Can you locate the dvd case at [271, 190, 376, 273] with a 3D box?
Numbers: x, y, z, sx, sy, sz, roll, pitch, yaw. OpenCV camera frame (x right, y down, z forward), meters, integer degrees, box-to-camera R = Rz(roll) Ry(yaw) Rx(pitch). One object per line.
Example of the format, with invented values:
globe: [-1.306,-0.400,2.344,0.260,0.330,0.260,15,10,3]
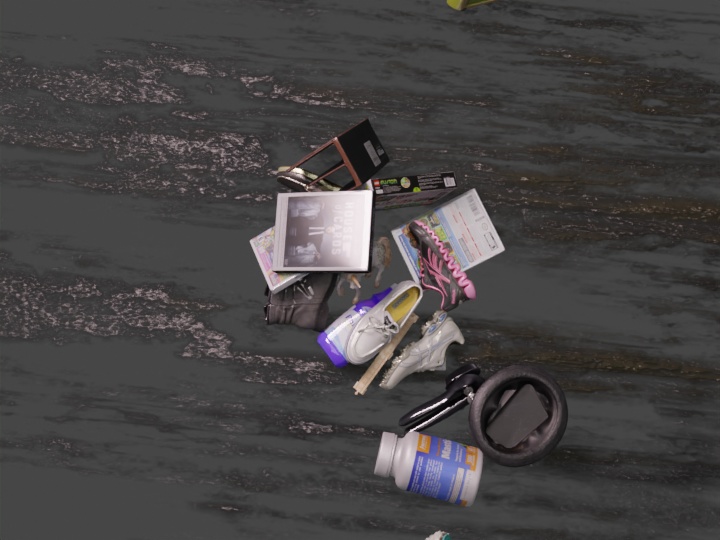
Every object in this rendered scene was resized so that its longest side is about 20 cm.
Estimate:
dvd case: [-0.069,-0.071,1.523,0.196,0.025,0.154,0,80,22]

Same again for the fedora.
fedora: [0.303,0.284,1.599,0.196,0.092,0.205,0,80,-2]

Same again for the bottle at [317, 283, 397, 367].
bottle: [0.008,0.106,1.643,0.199,0.065,0.084,-38,81,-5]

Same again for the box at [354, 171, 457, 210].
box: [0.083,-0.154,1.620,0.197,0.110,0.035,-9,80,-30]

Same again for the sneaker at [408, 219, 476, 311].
sneaker: [0.145,-0.006,1.628,0.095,0.079,0.202,-36,81,8]

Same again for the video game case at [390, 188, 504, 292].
video game case: [0.179,-0.061,1.683,0.197,0.018,0.145,-26,82,-3]

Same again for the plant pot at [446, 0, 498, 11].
plant pot: [0.254,-0.665,1.697,0.195,0.200,0.185,-14,89,-2]

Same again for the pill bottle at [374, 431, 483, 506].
pill bottle: [0.130,0.376,1.577,0.196,0.112,0.114,14,82,3]

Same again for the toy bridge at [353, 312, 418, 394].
toy bridge: [0.050,0.166,1.633,0.027,0.067,0.201,36,83,5]

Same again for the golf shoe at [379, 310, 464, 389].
golf shoe: [0.126,0.177,1.629,0.097,0.078,0.200,44,85,1]

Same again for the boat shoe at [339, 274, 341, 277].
boat shoe: [-0.076,-0.068,1.679,0.200,0.072,0.062,46,62,2]

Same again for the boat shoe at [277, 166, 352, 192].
boat shoe: [-0.086,-0.152,1.682,0.197,0.072,0.067,22,77,0]

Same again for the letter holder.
letter holder: [-0.046,-0.208,1.628,0.140,0.200,0.102,-26,100,25]

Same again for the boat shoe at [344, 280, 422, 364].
boat shoe: [0.050,0.102,1.571,0.202,0.086,0.075,-44,98,-8]

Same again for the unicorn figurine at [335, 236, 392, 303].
unicorn figurine: [0.000,0.000,1.599,0.073,0.139,0.201,21,48,12]

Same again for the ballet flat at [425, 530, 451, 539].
ballet flat: [0.168,0.606,1.574,0.070,0.072,0.204,-15,79,-2]

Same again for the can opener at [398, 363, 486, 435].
can opener: [0.166,0.267,1.624,0.199,0.079,0.064,-37,105,2]

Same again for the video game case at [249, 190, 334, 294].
video game case: [-0.109,-0.057,1.589,0.198,0.018,0.144,-30,51,0]

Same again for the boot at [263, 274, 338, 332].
boot: [-0.117,0.022,1.600,0.129,0.070,0.204,11,99,-13]
